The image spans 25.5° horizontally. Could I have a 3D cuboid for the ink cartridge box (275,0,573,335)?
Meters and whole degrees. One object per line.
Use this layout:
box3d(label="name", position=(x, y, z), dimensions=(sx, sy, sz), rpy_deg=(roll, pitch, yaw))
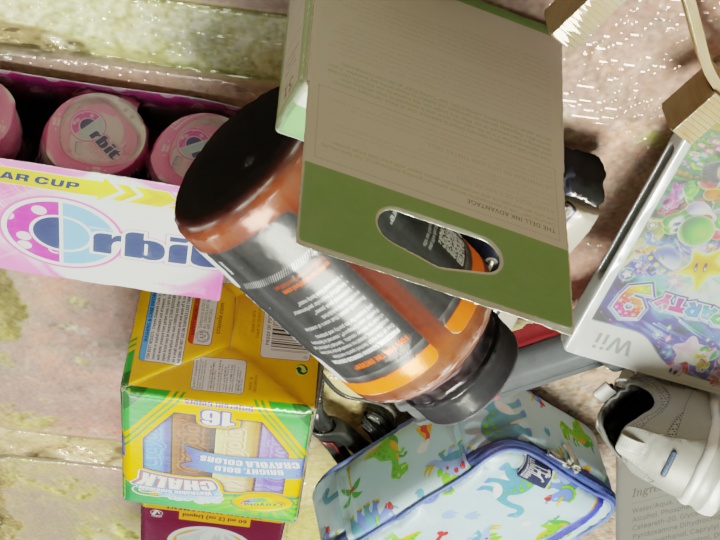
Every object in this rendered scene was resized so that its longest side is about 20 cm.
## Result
box3d(label="ink cartridge box", position=(0.031, -0.059, 0.779), dimensions=(0.145, 0.201, 0.048), rpy_deg=(18, 142, -18))

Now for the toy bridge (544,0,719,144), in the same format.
box3d(label="toy bridge", position=(0.120, -0.141, 0.789), dimensions=(0.200, 0.027, 0.067), rpy_deg=(34, 120, -27))

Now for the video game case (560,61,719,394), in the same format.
box3d(label="video game case", position=(0.221, -0.014, 0.920), dimensions=(0.142, 0.018, 0.201), rpy_deg=(15, 124, -14))

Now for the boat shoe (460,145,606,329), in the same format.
box3d(label="boat shoe", position=(0.059, -0.010, 0.959), dimensions=(0.092, 0.075, 0.200), rpy_deg=(22, 128, -14))

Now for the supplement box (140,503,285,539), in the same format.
box3d(label="supplement box", position=(-0.116, 0.194, 1.266), dimensions=(0.110, 0.086, 0.200), rpy_deg=(7, 146, -3))

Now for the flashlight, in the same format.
box3d(label="flashlight", position=(0.113, 0.044, 1.043), dimensions=(0.199, 0.068, 0.068), rpy_deg=(-22, 103, 28))

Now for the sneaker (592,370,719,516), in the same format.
box3d(label="sneaker", position=(0.186, 0.083, 1.011), dimensions=(0.082, 0.200, 0.075), rpy_deg=(25, 99, -5))

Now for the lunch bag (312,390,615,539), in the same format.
box3d(label="lunch bag", position=(0.079, 0.173, 1.180), dimensions=(0.200, 0.083, 0.160), rpy_deg=(-34, 136, 24))

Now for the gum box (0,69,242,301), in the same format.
box3d(label="gum box", position=(-0.161, -0.050, 0.935), dimensions=(0.199, 0.066, 0.114), rpy_deg=(9, 147, -5))

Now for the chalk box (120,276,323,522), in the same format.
box3d(label="chalk box", position=(-0.093, 0.086, 1.073), dimensions=(0.123, 0.125, 0.200), rpy_deg=(8, 144, -4))

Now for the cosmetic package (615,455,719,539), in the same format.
box3d(label="cosmetic package", position=(0.283, 0.180, 1.088), dimensions=(0.166, 0.201, 0.167), rpy_deg=(-20, 138, 33))

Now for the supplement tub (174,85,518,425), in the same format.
box3d(label="supplement tub", position=(0.000, 0.000, 0.865), dimensions=(0.107, 0.107, 0.200), rpy_deg=(-24, 124, 36))

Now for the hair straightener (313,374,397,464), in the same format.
box3d(label="hair straightener", position=(0.018, 0.135, 1.216), dimensions=(0.077, 0.041, 0.200), rpy_deg=(-20, 135, 10))
